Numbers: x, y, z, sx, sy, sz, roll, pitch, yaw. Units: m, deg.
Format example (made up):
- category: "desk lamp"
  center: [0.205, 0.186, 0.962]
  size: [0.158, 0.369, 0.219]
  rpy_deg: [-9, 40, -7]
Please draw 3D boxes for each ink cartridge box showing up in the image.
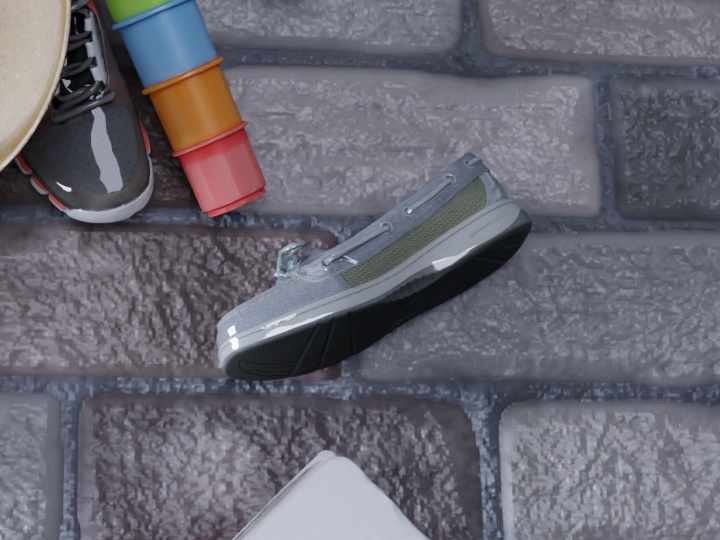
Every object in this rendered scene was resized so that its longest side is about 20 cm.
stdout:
- category: "ink cartridge box"
  center: [-0.005, 0.188, 1.207]
  size: [0.145, 0.200, 0.083]
  rpy_deg: [44, 71, 9]

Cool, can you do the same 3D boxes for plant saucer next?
- category: "plant saucer"
  center: [-0.233, -0.132, 1.335]
  size: [0.199, 0.035, 0.202]
  rpy_deg: [-4, 82, 28]

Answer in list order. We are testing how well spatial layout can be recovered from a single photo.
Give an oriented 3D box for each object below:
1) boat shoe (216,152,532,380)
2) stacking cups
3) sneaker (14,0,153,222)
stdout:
- category: "boat shoe"
  center: [0.001, -0.001, 1.347]
  size: [0.201, 0.075, 0.065]
  rpy_deg: [-28, 70, -20]
- category: "stacking cups"
  center: [-0.108, -0.130, 1.357]
  size: [0.060, 0.060, 0.201]
  rpy_deg: [-26, 101, -16]
- category: "sneaker"
  center: [-0.174, -0.123, 1.357]
  size: [0.077, 0.082, 0.201]
  rpy_deg: [-21, 74, -14]
